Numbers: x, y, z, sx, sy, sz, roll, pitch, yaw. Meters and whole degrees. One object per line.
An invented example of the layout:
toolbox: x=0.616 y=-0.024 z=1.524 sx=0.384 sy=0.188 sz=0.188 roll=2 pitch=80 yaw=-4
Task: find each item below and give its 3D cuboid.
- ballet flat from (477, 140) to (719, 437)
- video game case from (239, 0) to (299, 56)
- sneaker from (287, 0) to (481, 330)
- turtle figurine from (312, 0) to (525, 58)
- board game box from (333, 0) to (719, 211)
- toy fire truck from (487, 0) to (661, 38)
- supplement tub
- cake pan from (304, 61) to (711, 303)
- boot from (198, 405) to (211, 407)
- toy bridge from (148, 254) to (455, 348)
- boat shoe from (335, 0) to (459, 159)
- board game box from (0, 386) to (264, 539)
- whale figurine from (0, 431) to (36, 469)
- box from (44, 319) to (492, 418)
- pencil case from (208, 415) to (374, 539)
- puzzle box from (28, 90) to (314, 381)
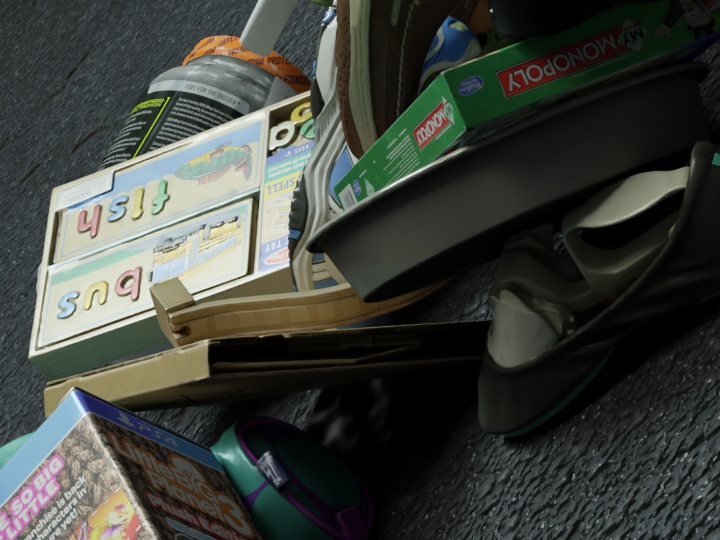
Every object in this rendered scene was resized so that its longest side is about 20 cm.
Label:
ballet flat: x=0.102 y=0.002 z=1.135 sx=0.200 sy=0.068 sz=0.068 roll=-39 pitch=28 yaw=36
video game case: x=-0.001 y=-0.237 z=1.417 sx=0.200 sy=0.022 sz=0.183 roll=-55 pitch=11 yaw=56
sneaker: x=0.014 y=-0.046 z=1.342 sx=0.076 sy=0.077 sz=0.201 roll=-37 pitch=-42 yaw=-54
turtle figurine: x=0.018 y=-0.138 z=1.473 sx=0.200 sy=0.144 sz=0.194 roll=-54 pitch=19 yaw=-17
board game box: x=0.073 y=-0.073 z=1.178 sx=0.134 sy=0.029 sz=0.200 roll=-21 pitch=-6 yaw=-17
toy fire truck: x=0.113 y=-0.179 z=1.140 sx=0.175 sy=0.129 sz=0.200 roll=-17 pitch=26 yaw=-2
supplement tub: x=-0.107 y=-0.041 z=1.622 sx=0.122 sy=0.122 sz=0.200 roll=-21 pitch=36 yaw=57
cake pan: x=0.072 y=-0.036 z=1.176 sx=0.200 sy=0.037 sz=0.200 roll=-23 pitch=-5 yaw=-2
boot: x=-0.058 y=-0.010 z=1.523 sx=0.095 sy=0.074 sz=0.200 roll=-27 pitch=31 yaw=38
toy bridge: x=0.000 y=0.000 z=1.284 sx=0.199 sy=0.027 sz=0.067 roll=-18 pitch=26 yaw=-14
boat shoe: x=0.031 y=-0.153 z=1.252 sx=0.075 sy=0.075 sz=0.203 roll=-39 pitch=-48 yaw=-80
board game box: x=-0.108 y=0.183 z=1.135 sx=0.159 sy=0.097 sz=0.200 roll=-47 pitch=46 yaw=13
whale figurine: x=-0.139 y=0.116 z=1.354 sx=0.200 sy=0.159 sz=0.104 roll=121 pitch=165 yaw=-55
box: x=-0.046 y=0.049 z=1.297 sx=0.200 sy=0.163 sz=0.021 roll=-17 pitch=78 yaw=60
pencil case: x=-0.085 y=0.166 z=1.252 sx=0.200 sy=0.085 sz=0.092 roll=-49 pitch=58 yaw=12
puzzle box: x=-0.096 y=-0.022 z=1.478 sx=0.199 sy=0.025 sz=0.133 roll=-20 pitch=45 yaw=23
